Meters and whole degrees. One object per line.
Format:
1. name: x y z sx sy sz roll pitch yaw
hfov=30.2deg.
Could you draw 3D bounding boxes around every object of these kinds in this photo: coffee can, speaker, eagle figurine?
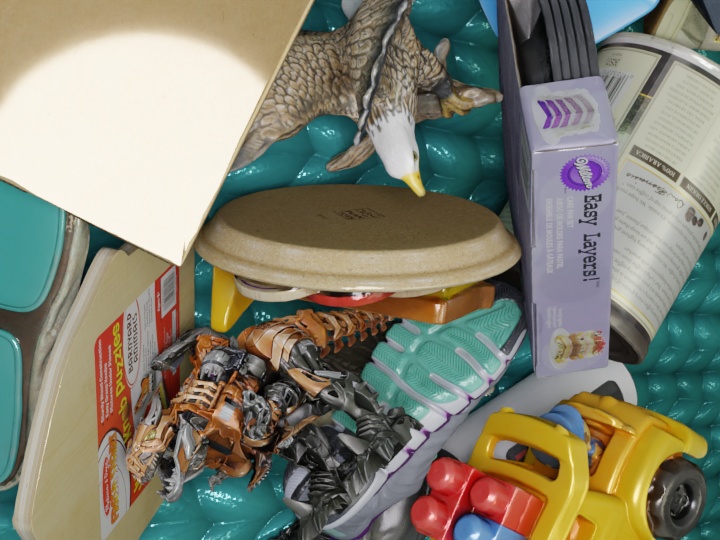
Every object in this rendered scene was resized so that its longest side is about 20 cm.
1. coffee can: 0.192 -0.052 0.989 0.200 0.146 0.146 -58 141 -8
2. speaker: 0.132 0.133 1.075 0.200 0.081 0.081 -26 128 -37
3. eagle figurine: -0.004 -0.107 0.732 0.200 0.151 0.152 6 115 -58

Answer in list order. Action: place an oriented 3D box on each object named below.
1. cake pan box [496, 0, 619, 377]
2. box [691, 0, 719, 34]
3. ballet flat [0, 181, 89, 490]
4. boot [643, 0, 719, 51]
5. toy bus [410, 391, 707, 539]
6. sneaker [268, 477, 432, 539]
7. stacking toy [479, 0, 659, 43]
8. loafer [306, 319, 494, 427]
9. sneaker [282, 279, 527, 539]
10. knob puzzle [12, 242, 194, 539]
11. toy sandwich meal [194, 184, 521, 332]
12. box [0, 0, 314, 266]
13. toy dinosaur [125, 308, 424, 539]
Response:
1. cake pan box: 0.112 -0.070 0.787 0.052 0.185 0.200 -7 137 3
2. box: 0.177 -0.264 0.827 0.051 0.200 0.158 -32 140 11
3. ballet flat: -0.175 0.017 0.690 0.062 0.067 0.201 -40 147 -69
4. boot: 0.303 -0.215 0.926 0.200 0.154 0.072 114 -11 -54
5. toy bus: 0.124 0.160 0.928 0.192 0.136 0.200 37 76 -38
6. sneaker: -0.019 0.197 0.944 0.091 0.076 0.200 35 80 -44
7. stacking toy: 0.161 -0.204 0.925 0.200 0.110 0.116 -13 79 -64
8. loafer: 0.017 0.083 0.927 0.200 0.076 0.068 -7 116 -37
9. sneaker: 0.035 0.091 0.862 0.200 0.074 0.088 -43 149 -9
10. knob puzzle: -0.142 0.077 0.724 0.220 0.030 0.220 10 90 -77
11. toy sandwich meal: 0.000 0.000 0.769 0.205 0.205 0.070 -15 113 -44
12. box: -0.112 -0.125 0.623 0.163 0.021 0.200 27 88 -10
13. toy dinosaur: -0.040 0.072 0.763 0.200 0.136 0.102 -42 171 -24
